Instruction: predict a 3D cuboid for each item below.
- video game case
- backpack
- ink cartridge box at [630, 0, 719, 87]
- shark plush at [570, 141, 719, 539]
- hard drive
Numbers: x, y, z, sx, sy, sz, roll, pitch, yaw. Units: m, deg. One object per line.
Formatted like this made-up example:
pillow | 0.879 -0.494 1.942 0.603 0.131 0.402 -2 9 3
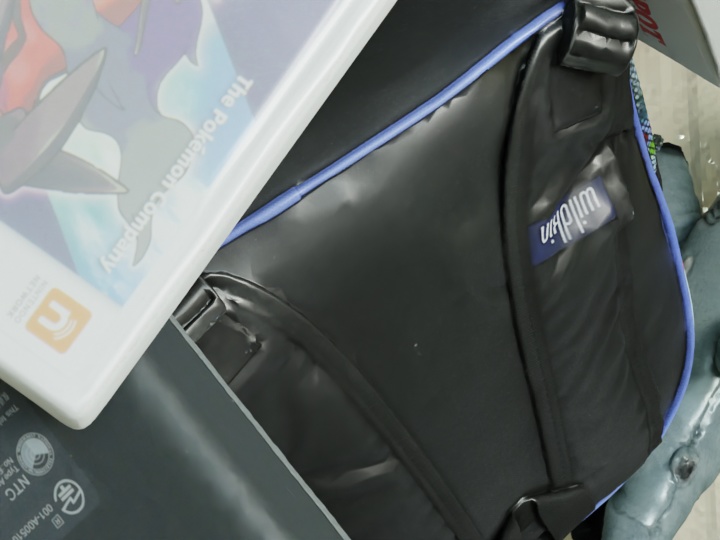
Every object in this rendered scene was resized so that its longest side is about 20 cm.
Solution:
video game case | -0.080 -0.095 0.593 0.182 0.023 0.200 35 79 4
backpack | 0.000 0.000 0.739 0.183 0.200 0.147 -36 46 -8
ink cartridge box | 0.037 -0.153 0.709 0.200 0.145 0.085 35 85 24
shark plush | 0.107 0.025 0.817 0.091 0.083 0.200 41 70 -4
hard drive | -0.082 0.073 0.620 0.140 0.033 0.200 -42 82 24
